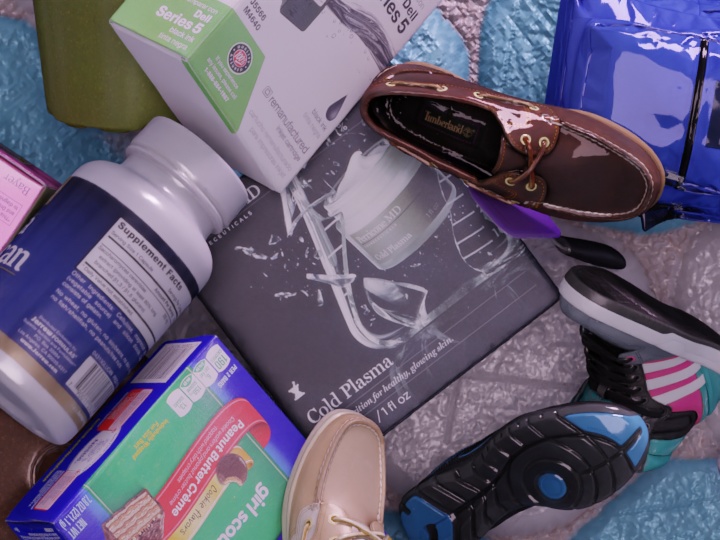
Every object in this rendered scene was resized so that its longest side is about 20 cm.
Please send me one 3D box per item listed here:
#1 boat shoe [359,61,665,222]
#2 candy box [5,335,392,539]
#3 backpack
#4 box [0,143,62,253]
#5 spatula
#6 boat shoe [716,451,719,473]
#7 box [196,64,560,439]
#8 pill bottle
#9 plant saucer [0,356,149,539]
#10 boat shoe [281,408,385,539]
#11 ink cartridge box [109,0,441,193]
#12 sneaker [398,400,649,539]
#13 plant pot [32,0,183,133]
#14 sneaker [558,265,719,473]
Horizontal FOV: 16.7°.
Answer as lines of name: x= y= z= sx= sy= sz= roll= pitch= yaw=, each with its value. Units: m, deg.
boat shoe: x=0.094 y=-0.076 z=1.557 sx=0.199 sy=0.070 sz=0.071 roll=18 pitch=106 yaw=11
candy box: x=-0.100 y=0.172 z=1.584 sx=0.200 sy=0.077 sz=0.169 roll=51 pitch=64 yaw=-20
backpack: x=0.229 y=-0.103 z=1.650 sx=0.199 sy=0.168 sz=0.164 roll=8 pitch=101 yaw=-2
box: x=-0.292 y=0.003 z=1.637 sx=0.096 sy=0.176 sz=0.201 roll=33 pitch=90 yaw=-1
spatula: x=0.132 y=-0.025 z=1.645 sx=0.021 sy=0.200 sz=0.057 roll=-47 pitch=60 yaw=12
boat shoe: x=0.345 y=0.107 z=1.705 sx=0.200 sy=0.071 sz=0.070 roll=-36 pitch=118 yaw=-4
box: x=0.000 y=0.000 z=1.669 sx=0.200 sy=0.124 sz=0.197 roll=-38 pitch=88 yaw=-1
pill bottle: x=-0.165 y=0.002 z=1.548 sx=0.111 sy=0.111 sz=0.200 roll=41 pitch=75 yaw=0
plant saucer: x=-0.200 y=0.134 z=1.607 sx=0.199 sy=0.037 sz=0.202 roll=1 pitch=88 yaw=-19
boat shoe: x=-0.011 y=0.187 z=1.552 sx=0.073 sy=0.069 sz=0.201 roll=17 pitch=78 yaw=-31
ink cartridge box: x=-0.045 y=-0.177 z=1.578 sx=0.084 sy=0.146 sz=0.200 roll=28 pitch=73 yaw=39
sneaker: x=0.114 y=0.125 z=1.646 sx=0.199 sy=0.082 sz=0.073 roll=-24 pitch=101 yaw=36
plant pot: x=-0.147 y=-0.194 z=1.650 sx=0.199 sy=0.200 sz=0.191 roll=2 pitch=103 yaw=-1
sneaker: x=0.173 y=0.075 z=1.656 sx=0.121 sy=0.200 sz=0.084 roll=-55 pitch=47 yaw=9
